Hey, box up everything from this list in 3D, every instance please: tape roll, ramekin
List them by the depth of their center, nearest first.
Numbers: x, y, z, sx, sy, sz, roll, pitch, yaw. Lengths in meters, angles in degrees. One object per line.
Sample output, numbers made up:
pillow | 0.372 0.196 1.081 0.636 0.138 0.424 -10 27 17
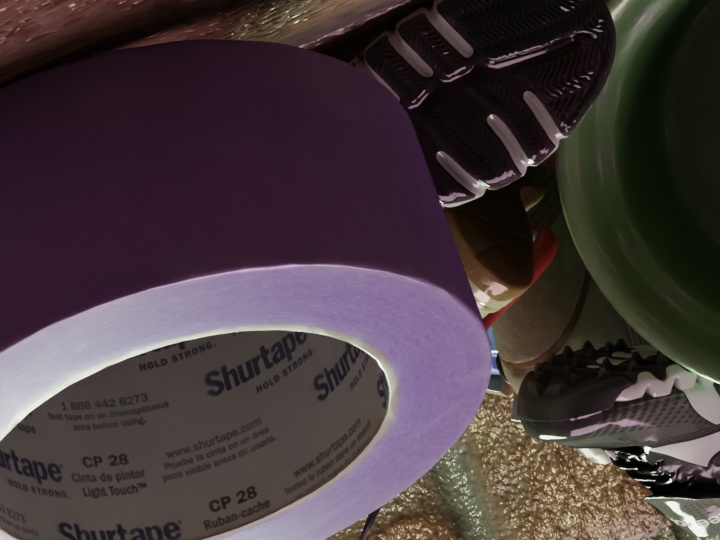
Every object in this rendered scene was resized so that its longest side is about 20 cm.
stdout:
tape roll | -0.064 0.021 0.884 0.199 0.085 0.200 -15 150 -9
ramekin | 0.189 -0.055 1.163 0.199 0.201 0.098 -24 -177 25

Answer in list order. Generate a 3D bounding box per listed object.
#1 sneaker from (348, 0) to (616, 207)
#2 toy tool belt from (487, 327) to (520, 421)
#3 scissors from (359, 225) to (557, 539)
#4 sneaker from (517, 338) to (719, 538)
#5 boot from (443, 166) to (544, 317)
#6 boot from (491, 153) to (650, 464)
sneaker | 0.001 -0.057 1.067 0.200 0.076 0.116 -36 -158 7
toy tool belt | 0.058 0.016 1.390 0.199 0.124 0.125 5 162 25
scissors | 0.024 0.050 1.128 0.073 0.014 0.200 -24 -155 46
sneaker | 0.142 0.075 1.224 0.066 0.091 0.199 2 -176 41
boot | 0.000 0.000 1.167 0.155 0.072 0.200 -40 -165 18
boot | 0.127 -0.015 1.293 0.200 0.147 0.070 -43 -155 -28
